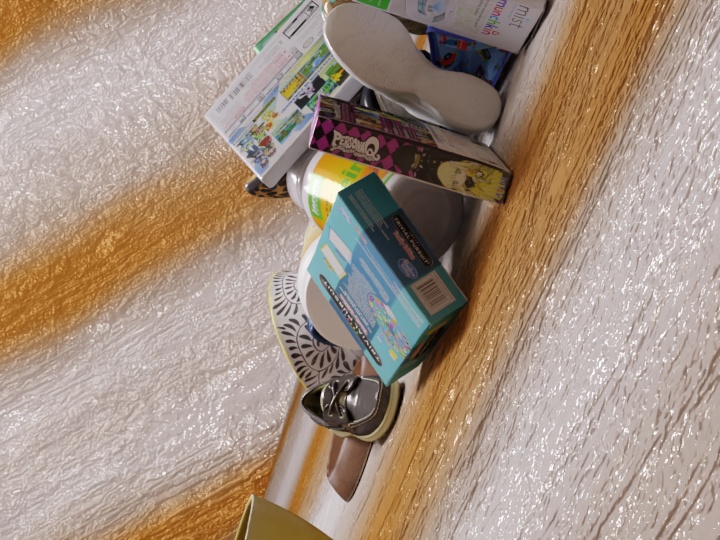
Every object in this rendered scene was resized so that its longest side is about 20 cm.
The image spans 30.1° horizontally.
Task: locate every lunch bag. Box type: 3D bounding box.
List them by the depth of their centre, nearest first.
[{"bbox_3d":[0.125,-0.252,1.441,0.200,0.093,0.151,88,-167,-63],"label":"lunch bag"}]

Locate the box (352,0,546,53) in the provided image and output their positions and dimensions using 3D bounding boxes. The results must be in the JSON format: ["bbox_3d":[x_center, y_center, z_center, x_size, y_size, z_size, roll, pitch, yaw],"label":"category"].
[{"bbox_3d":[0.105,-0.339,1.290,0.097,0.175,0.201,120,165,-69],"label":"box"}]

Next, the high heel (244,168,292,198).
[{"bbox_3d":[-0.092,-0.102,1.579,0.142,0.072,0.200,-27,-8,-23],"label":"high heel"}]

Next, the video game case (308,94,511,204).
[{"bbox_3d":[0.042,-0.117,1.258,0.200,0.180,0.036,-98,25,-77],"label":"video game case"}]

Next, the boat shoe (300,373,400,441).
[{"bbox_3d":[-0.016,0.154,1.530,0.201,0.066,0.072,156,129,-68],"label":"boat shoe"}]

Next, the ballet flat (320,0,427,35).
[{"bbox_3d":[0.047,-0.294,1.440,0.072,0.199,0.068,-37,68,46],"label":"ballet flat"}]

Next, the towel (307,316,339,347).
[{"bbox_3d":[-0.009,0.038,1.729,0.200,0.111,0.049,-83,-1,-61],"label":"towel"}]

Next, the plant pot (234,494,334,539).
[{"bbox_3d":[-0.054,0.311,1.158,0.200,0.141,0.201,-163,90,-85],"label":"plant pot"}]

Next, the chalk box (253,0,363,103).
[{"bbox_3d":[-0.039,-0.257,1.642,0.124,0.124,0.200,-40,-15,6],"label":"chalk box"}]

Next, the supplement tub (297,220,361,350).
[{"bbox_3d":[0.000,0.000,1.564,0.200,0.144,0.145,-87,14,-72],"label":"supplement tub"}]

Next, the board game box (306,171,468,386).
[{"bbox_3d":[0.021,0.013,1.303,0.047,0.151,0.200,-31,-12,-20],"label":"board game box"}]

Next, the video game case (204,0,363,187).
[{"bbox_3d":[-0.074,-0.207,1.499,0.200,0.022,0.182,-47,40,4],"label":"video game case"}]

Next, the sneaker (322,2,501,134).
[{"bbox_3d":[0.045,-0.193,1.363,0.075,0.199,0.088,-57,2,-9],"label":"sneaker"}]

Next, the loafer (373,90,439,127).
[{"bbox_3d":[0.057,-0.140,1.479,0.070,0.069,0.201,-83,-17,-52],"label":"loafer"}]

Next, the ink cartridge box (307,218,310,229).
[{"bbox_3d":[0.027,-0.083,1.751,0.199,0.050,0.109,-25,24,17],"label":"ink cartridge box"}]

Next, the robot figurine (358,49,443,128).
[{"bbox_3d":[0.053,-0.180,1.614,0.200,0.149,0.125,108,168,-63],"label":"robot figurine"}]

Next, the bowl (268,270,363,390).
[{"bbox_3d":[-0.035,0.075,1.836,0.201,0.094,0.201,56,-161,-31],"label":"bowl"}]

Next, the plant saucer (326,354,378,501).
[{"bbox_3d":[-0.006,0.188,1.682,0.200,0.034,0.201,-163,90,-84],"label":"plant saucer"}]

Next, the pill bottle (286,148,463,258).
[{"bbox_3d":[0.007,-0.080,1.421,0.200,0.111,0.112,26,101,50],"label":"pill bottle"}]
